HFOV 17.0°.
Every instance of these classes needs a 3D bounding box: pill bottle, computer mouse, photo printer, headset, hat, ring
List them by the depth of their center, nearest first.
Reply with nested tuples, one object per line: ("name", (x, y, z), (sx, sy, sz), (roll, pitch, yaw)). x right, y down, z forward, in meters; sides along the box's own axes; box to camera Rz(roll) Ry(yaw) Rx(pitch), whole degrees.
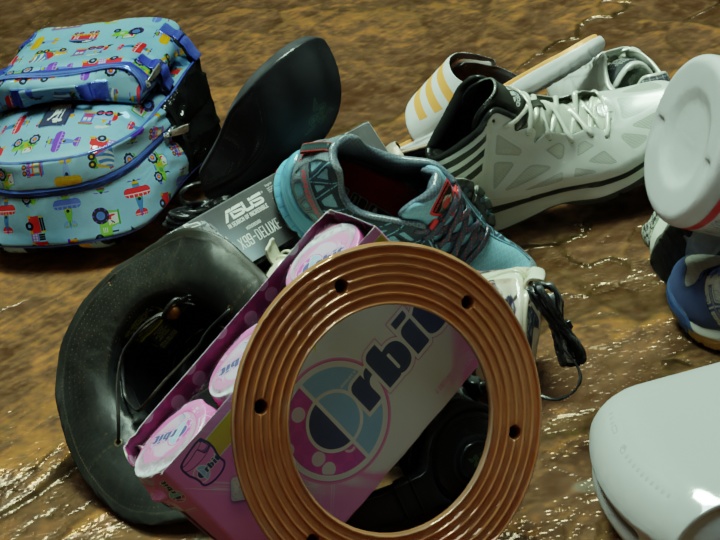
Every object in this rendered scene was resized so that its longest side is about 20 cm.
("photo printer", (0.234, 0.108, 1.375), (0.199, 0.070, 0.167), (-14, 25, -7))
("ring", (0.015, 0.084, 1.375), (0.200, 0.201, 0.019), (-23, 11, -24))
("headset", (0.045, 0.084, 1.477), (0.199, 0.094, 0.124), (-26, 27, -4))
("hat", (-0.102, 0.078, 1.553), (0.200, 0.081, 0.202), (-14, 65, 31))
("pill bottle", (0.297, -0.066, 1.580), (0.199, 0.114, 0.114), (12, 18, -21))
("computer mouse", (-0.059, -0.091, 1.716), (0.138, 0.200, 0.053), (-34, 76, -32))

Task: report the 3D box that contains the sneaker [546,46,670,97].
("sneaker", (0.202, -0.143, 1.903), (0.076, 0.081, 0.200), (-20, 25, -15))

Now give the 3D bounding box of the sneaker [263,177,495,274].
("sneaker", (0.000, 0.000, 1.721), (0.199, 0.078, 0.086), (-24, 8, -26))

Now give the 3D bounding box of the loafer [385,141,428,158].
("loafer", (0.044, -0.081, 1.856), (0.199, 0.063, 0.072), (-14, 26, -6))

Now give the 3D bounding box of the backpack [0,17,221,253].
("backpack", (-0.223, -0.101, 1.933), (0.182, 0.135, 0.200), (-1, 30, 22))

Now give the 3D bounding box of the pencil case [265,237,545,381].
("pencil case", (0.028, 0.030, 1.589), (0.199, 0.090, 0.078), (3, 33, 18))

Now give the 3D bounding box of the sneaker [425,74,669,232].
("sneaker", (0.141, -0.103, 1.755), (0.200, 0.115, 0.076), (-24, 51, 6))

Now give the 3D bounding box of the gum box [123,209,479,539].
("gum box", (-0.035, 0.079, 1.410), (0.200, 0.114, 0.066), (-49, 28, -12))

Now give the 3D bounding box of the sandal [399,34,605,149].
("sandal", (0.100, -0.151, 1.899), (0.206, 0.059, 0.079), (-29, -3, 30))

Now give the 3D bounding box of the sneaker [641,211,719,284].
("sneaker", (0.254, -0.082, 1.672), (0.200, 0.077, 0.089), (-52, 24, 0))

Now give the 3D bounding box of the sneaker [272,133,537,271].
("sneaker", (0.041, -0.027, 1.625), (0.095, 0.199, 0.080), (-40, 29, 57))

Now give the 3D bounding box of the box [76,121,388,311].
("box", (-0.086, -0.018, 1.706), (0.200, 0.050, 0.158), (-32, -3, -36))

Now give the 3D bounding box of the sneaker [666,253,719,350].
("sneaker", (0.262, 0.012, 1.545), (0.075, 0.089, 0.200), (-23, 26, -20))
